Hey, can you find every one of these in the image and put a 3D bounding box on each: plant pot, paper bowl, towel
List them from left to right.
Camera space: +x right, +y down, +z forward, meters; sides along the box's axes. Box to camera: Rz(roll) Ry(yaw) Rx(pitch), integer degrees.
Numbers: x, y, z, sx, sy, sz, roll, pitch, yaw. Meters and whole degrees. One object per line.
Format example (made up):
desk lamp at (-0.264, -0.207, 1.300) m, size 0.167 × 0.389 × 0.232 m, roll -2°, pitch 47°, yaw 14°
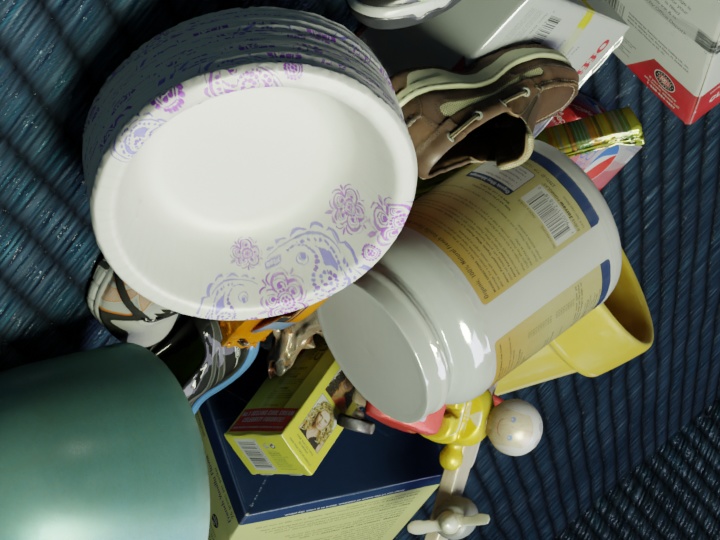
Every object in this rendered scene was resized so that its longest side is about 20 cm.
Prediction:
plant pot at (-0.226, 0.157, 1.230) m, size 0.160 × 0.201 × 0.201 m, roll -3°, pitch 140°, yaw -38°
paper bowl at (-0.072, -0.074, 1.078) m, size 0.199 × 0.105 × 0.202 m, roll -9°, pitch 136°, yaw -8°
plant pot at (0.148, 0.028, 1.662) m, size 0.188 × 0.202 × 0.200 m, roll -30°, pitch 165°, yaw 21°
towel at (0.129, -0.093, 1.418) m, size 0.198 × 0.018 × 0.086 m, roll -15°, pitch -166°, yaw 7°

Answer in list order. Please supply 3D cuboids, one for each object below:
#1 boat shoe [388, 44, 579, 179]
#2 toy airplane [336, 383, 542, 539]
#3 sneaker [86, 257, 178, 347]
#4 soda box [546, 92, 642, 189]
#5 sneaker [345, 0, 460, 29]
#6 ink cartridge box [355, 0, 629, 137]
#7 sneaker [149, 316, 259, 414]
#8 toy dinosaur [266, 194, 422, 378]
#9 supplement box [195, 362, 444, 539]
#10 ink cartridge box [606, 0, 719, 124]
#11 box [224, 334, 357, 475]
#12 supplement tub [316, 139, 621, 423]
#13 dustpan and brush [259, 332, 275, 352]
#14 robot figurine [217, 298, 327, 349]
boat shoe at (0.089, -0.098, 1.187) m, size 0.201 × 0.075 × 0.075 m, roll -18°, pitch 152°, yaw -43°
toy airplane at (0.092, 0.118, 1.416) m, size 0.199 × 0.140 × 0.201 m, roll -42°, pitch 131°, yaw -34°
sneaker at (-0.141, 0.007, 1.227) m, size 0.073 × 0.080 × 0.200 m, roll -33°, pitch 160°, yaw -26°
soda box at (0.186, -0.122, 1.579) m, size 0.070 × 0.063 × 0.200 m, roll -47°, pitch 160°, yaw 16°
sneaker at (0.064, -0.240, 1.137) m, size 0.200 × 0.072 × 0.083 m, roll -38°, pitch 135°, yaw -10°
ink cartridge box at (0.093, -0.165, 1.287) m, size 0.145 × 0.084 × 0.200 m, roll -47°, pitch 159°, yaw 19°
sneaker at (-0.164, 0.100, 1.410) m, size 0.082 × 0.071 × 0.200 m, roll 14°, pitch 122°, yaw -50°
toy dinosaur at (0.000, 0.000, 1.411) m, size 0.199 × 0.086 × 0.135 m, roll -32°, pitch -172°, yaw -18°
supplement box at (-0.063, 0.182, 1.552) m, size 0.199 × 0.135 × 0.200 m, roll -8°, pitch 151°, yaw -27°
ink cartridge box at (0.248, -0.230, 1.346) m, size 0.084 × 0.144 × 0.200 m, roll -37°, pitch 160°, yaw -15°
box at (-0.026, 0.081, 1.445) m, size 0.075 × 0.050 × 0.200 m, roll -4°, pitch -141°, yaw 45°
supplement tub at (0.080, 0.008, 1.288) m, size 0.199 × 0.144 × 0.145 m, roll -34°, pitch 159°, yaw -27°
dustpan and brush at (-0.045, 0.066, 1.542) m, size 0.139 × 0.057 × 0.200 m, roll -40°, pitch 146°, yaw 14°
robot figurine at (-0.044, -0.041, 1.223) m, size 0.058 × 0.146 × 0.200 m, roll 5°, pitch 142°, yaw -46°
